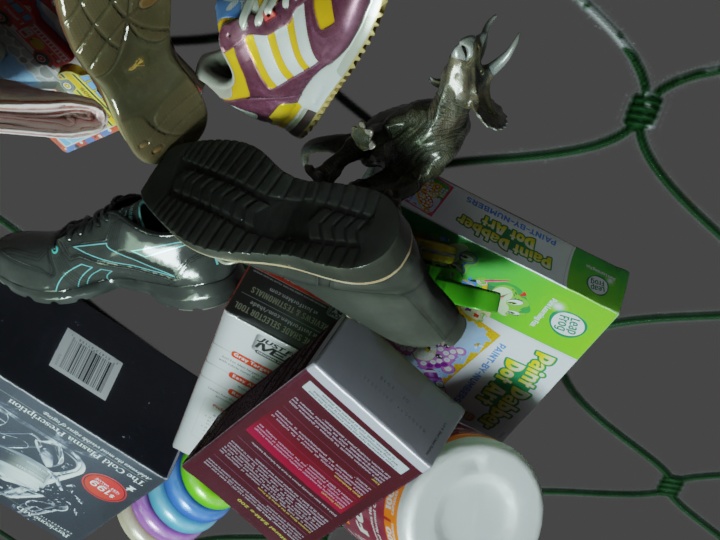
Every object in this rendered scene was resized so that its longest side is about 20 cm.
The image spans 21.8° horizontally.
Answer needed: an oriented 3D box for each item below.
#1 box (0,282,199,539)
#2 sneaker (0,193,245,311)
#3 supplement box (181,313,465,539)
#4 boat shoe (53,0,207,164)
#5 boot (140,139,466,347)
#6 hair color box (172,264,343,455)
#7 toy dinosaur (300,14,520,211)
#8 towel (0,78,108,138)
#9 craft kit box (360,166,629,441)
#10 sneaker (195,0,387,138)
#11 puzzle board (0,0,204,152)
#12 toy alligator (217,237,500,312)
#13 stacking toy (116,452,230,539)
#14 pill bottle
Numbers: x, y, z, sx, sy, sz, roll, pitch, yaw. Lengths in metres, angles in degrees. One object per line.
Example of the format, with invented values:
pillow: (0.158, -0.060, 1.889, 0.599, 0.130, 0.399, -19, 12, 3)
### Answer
box: (-0.263, 0.114, 1.545, 0.200, 0.104, 0.182, 34, 141, -16)
sneaker: (-0.183, -0.022, 1.389, 0.199, 0.076, 0.080, 2, 125, 14)
supplement box: (-0.029, 0.118, 1.299, 0.109, 0.061, 0.200, 42, 139, -8)
boat shoe: (-0.157, -0.156, 1.179, 0.068, 0.072, 0.201, 47, 162, 41)
boot: (-0.037, -0.007, 1.202, 0.199, 0.078, 0.138, 23, 164, 34)
hair color box: (-0.068, 0.085, 1.390, 0.101, 0.061, 0.200, 28, 143, 1)
toy dinosaur: (0.029, -0.080, 1.197, 0.077, 0.102, 0.200, 60, 151, 1)
towel: (-0.295, -0.116, 1.215, 0.190, 0.032, 0.200, 2, -171, -43)
craft kit box: (0.061, 0.024, 1.342, 0.197, 0.049, 0.200, 24, 142, -8)
sneaker: (-0.041, -0.158, 1.145, 0.090, 0.075, 0.200, 22, 141, -10)
puzzle board: (-0.222, -0.165, 1.266, 0.150, 0.017, 0.200, -19, 127, 39)
toy alligator: (0.000, 0.000, 1.268, 0.199, 0.060, 0.054, 12, -178, 11)
stacking toy: (-0.122, 0.171, 1.573, 0.085, 0.086, 0.200, 37, 135, -20)
pill bottle: (0.043, 0.162, 1.397, 0.114, 0.114, 0.200, 40, 170, -23)
